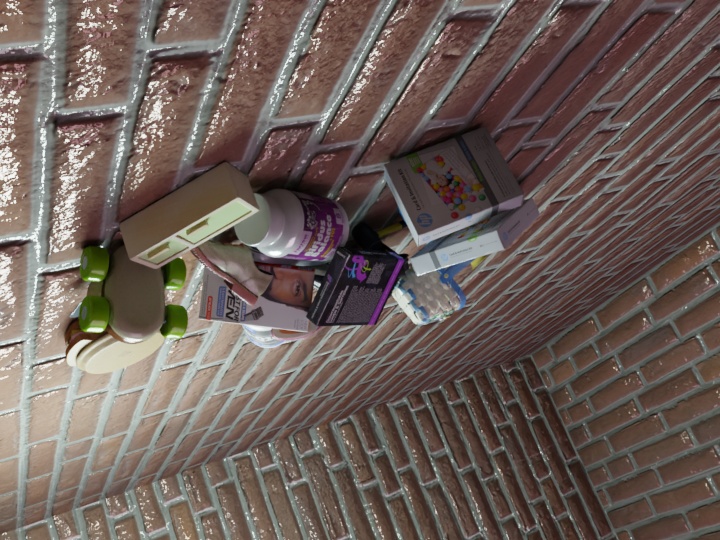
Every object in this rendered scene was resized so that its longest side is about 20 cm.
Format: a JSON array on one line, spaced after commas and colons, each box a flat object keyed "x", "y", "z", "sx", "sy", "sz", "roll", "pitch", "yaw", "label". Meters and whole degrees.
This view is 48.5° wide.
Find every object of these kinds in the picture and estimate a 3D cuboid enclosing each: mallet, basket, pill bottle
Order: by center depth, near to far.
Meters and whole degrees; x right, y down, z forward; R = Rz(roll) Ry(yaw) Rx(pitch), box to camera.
[{"x": -0.115, "y": -0.076, "z": 1.338, "sx": 0.112, "sy": 0.114, "sz": 0.199, "roll": -34, "pitch": 160, "yaw": 29, "label": "pill bottle"}, {"x": 0.167, "y": 0.017, "z": 1.627, "sx": 0.200, "sy": 0.139, "sz": 0.176, "roll": -42, "pitch": 176, "yaw": -4, "label": "basket"}, {"x": 0.068, "y": -0.096, "z": 1.640, "sx": 0.199, "sy": 0.066, "sz": 0.042, "roll": -30, "pitch": 148, "yaw": -33, "label": "mallet"}, {"x": -0.199, "y": 0.082, "z": 1.663, "sx": 0.112, "sy": 0.115, "sz": 0.200, "roll": -21, "pitch": 161, "yaw": -8, "label": "pill bottle"}]

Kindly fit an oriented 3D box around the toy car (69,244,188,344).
[{"x": -0.402, "y": 0.057, "z": 1.322, "sx": 0.162, "sy": 0.161, "sz": 0.199, "roll": 8, "pitch": 158, "yaw": -37, "label": "toy car"}]

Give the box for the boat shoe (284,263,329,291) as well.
[{"x": -0.136, "y": 0.013, "z": 1.506, "sx": 0.196, "sy": 0.064, "sz": 0.073, "roll": 9, "pitch": -167, "yaw": -3, "label": "boat shoe"}]

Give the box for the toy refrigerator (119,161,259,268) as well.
[{"x": -0.260, "y": -0.079, "z": 1.221, "sx": 0.198, "sy": 0.071, "sz": 0.076, "roll": -27, "pitch": 162, "yaw": 11, "label": "toy refrigerator"}]

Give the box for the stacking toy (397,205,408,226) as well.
[{"x": 0.172, "y": -0.156, "z": 1.519, "sx": 0.198, "sy": 0.117, "sz": 0.110, "roll": -33, "pitch": 166, "yaw": -10, "label": "stacking toy"}]

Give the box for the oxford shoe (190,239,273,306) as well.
[{"x": -0.227, "y": -0.027, "z": 1.343, "sx": 0.075, "sy": 0.070, "sz": 0.200, "roll": -47, "pitch": 127, "yaw": -5, "label": "oxford shoe"}]

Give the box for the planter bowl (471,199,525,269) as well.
[{"x": 0.285, "y": -0.103, "z": 1.753, "sx": 0.200, "sy": 0.083, "sz": 0.200, "roll": -46, "pitch": 177, "yaw": -3, "label": "planter bowl"}]

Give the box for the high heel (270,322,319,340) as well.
[{"x": -0.115, "y": 0.102, "z": 1.645, "sx": 0.199, "sy": 0.068, "sz": 0.096, "roll": -33, "pitch": 177, "yaw": -37, "label": "high heel"}]

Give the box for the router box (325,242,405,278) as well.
[{"x": 0.000, "y": 0.000, "z": 1.641, "sx": 0.147, "sy": 0.052, "sz": 0.200, "roll": -23, "pitch": -168, "yaw": -6, "label": "router box"}]

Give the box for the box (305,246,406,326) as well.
[{"x": -0.004, "y": 0.031, "z": 1.461, "sx": 0.199, "sy": 0.036, "sz": 0.145, "roll": 3, "pitch": 115, "yaw": -58, "label": "box"}]

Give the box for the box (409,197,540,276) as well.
[{"x": 0.206, "y": -0.060, "z": 1.445, "sx": 0.198, "sy": 0.042, "sz": 0.155, "roll": -17, "pitch": -166, "yaw": 43, "label": "box"}]

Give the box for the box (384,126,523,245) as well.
[{"x": 0.159, "y": -0.148, "z": 1.383, "sx": 0.197, "sy": 0.158, "sz": 0.041, "roll": -21, "pitch": 153, "yaw": -6, "label": "box"}]

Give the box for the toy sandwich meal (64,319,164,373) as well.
[{"x": -0.475, "y": 0.133, "z": 1.550, "sx": 0.203, "sy": 0.071, "sz": 0.206, "roll": -26, "pitch": 163, "yaw": -8, "label": "toy sandwich meal"}]

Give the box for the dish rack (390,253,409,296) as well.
[{"x": 0.003, "y": 0.026, "z": 1.756, "sx": 0.197, "sy": 0.055, "sz": 0.153, "roll": -9, "pitch": -162, "yaw": 29, "label": "dish rack"}]

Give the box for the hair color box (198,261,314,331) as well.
[{"x": -0.185, "y": 0.041, "z": 1.436, "sx": 0.196, "sy": 0.113, "sz": 0.064, "roll": 6, "pitch": -175, "yaw": -4, "label": "hair color box"}]

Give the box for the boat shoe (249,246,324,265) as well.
[{"x": -0.127, "y": -0.053, "z": 1.476, "sx": 0.198, "sy": 0.070, "sz": 0.067, "roll": 2, "pitch": 113, "yaw": -45, "label": "boat shoe"}]
